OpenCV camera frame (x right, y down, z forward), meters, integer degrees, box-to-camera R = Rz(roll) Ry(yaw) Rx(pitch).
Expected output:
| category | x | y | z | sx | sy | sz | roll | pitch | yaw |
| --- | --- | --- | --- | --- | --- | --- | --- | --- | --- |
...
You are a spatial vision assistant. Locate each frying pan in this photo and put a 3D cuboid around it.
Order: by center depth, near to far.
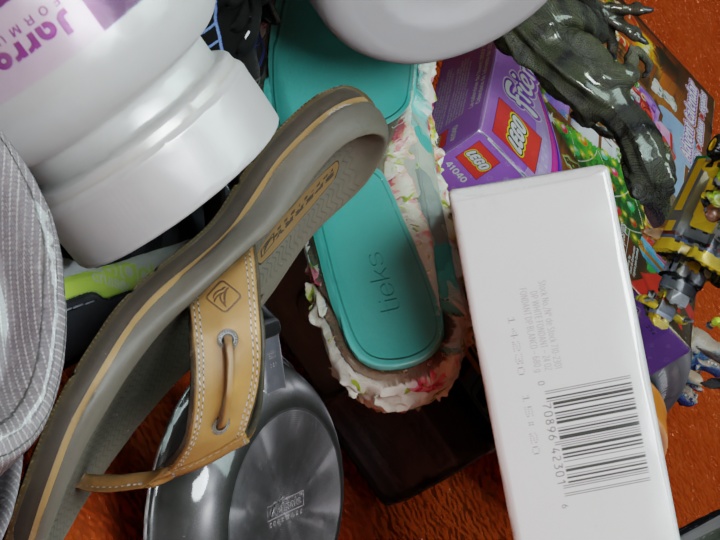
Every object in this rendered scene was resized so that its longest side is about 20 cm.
| category | x | y | z | sx | sy | sz | roll | pitch | yaw |
| --- | --- | --- | --- | --- | --- | --- | --- | --- | --- |
| frying pan | -0.031 | 0.048 | 1.011 | 0.115 | 0.031 | 0.190 | 24 | 75 | -59 |

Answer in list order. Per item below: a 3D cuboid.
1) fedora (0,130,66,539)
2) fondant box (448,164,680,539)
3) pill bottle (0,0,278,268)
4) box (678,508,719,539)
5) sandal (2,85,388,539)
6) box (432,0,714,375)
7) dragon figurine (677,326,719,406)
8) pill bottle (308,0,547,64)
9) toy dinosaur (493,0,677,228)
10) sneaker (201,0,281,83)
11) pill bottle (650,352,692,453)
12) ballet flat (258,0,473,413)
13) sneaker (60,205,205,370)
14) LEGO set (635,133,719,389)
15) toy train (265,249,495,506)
| category | x | y | z | sx | sy | sz | roll | pitch | yaw |
| --- | --- | --- | --- | --- | --- | --- | --- | --- | --- |
| fedora | -0.149 | 0.000 | 0.824 | 0.177 | 0.090 | 0.200 | 23 | 46 | -40 |
| fondant box | 0.076 | 0.039 | 1.037 | 0.200 | 0.058 | 0.145 | 0 | 79 | -86 |
| pill bottle | -0.116 | -0.103 | 0.907 | 0.200 | 0.112 | 0.112 | 53 | 25 | -14 |
| box | 0.119 | 0.175 | 1.065 | 0.124 | 0.200 | 0.197 | 62 | 23 | 2 |
| sandal | -0.047 | 0.026 | 0.929 | 0.055 | 0.200 | 0.082 | 37 | -22 | 10 |
| box | 0.094 | -0.059 | 1.234 | 0.137 | 0.039 | 0.200 | 44 | 31 | -20 |
| dragon figurine | 0.125 | -0.015 | 1.457 | 0.200 | 0.099 | 0.059 | 38 | 29 | -5 |
| pill bottle | -0.004 | -0.179 | 1.048 | 0.112 | 0.112 | 0.200 | 31 | 22 | -49 |
| toy dinosaur | 0.069 | -0.102 | 1.134 | 0.200 | 0.047 | 0.088 | 43 | 23 | 3 |
| sneaker | -0.061 | -0.107 | 1.013 | 0.078 | 0.200 | 0.070 | 22 | 53 | -5 |
| pill bottle | 0.096 | 0.009 | 1.316 | 0.106 | 0.106 | 0.200 | 42 | 30 | -37 |
| ballet flat | 0.000 | -0.035 | 1.075 | 0.064 | 0.075 | 0.200 | 79 | 5 | -67 |
| sneaker | -0.093 | -0.018 | 1.009 | 0.083 | 0.072 | 0.200 | 60 | 24 | 0 |
| LEGO set | 0.182 | 0.047 | 1.020 | 0.200 | 0.116 | 0.154 | 30 | -7 | -23 |
| toy train | 0.000 | 0.000 | 1.158 | 0.200 | 0.085 | 0.114 | 57 | 24 | -9 |
